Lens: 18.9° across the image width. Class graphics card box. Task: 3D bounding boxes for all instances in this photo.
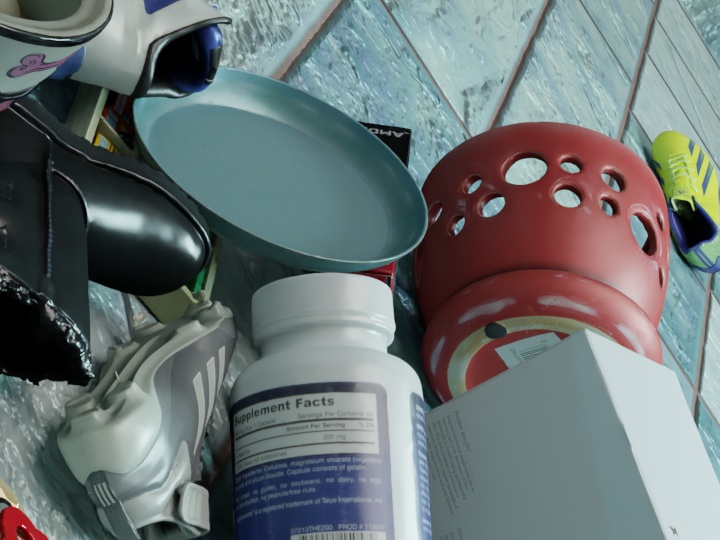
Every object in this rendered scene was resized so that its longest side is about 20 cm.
[{"bbox_3d":[0.000,0.000,1.449,0.200,0.051,0.126,-79,176,-58],"label":"graphics card box"}]

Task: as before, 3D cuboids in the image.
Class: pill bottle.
[{"bbox_3d":[-0.018,0.109,1.209,0.111,0.110,0.201,26,56,-56],"label":"pill bottle"}]

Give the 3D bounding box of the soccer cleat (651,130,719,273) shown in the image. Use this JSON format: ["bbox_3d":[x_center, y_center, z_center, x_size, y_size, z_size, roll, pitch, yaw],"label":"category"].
[{"bbox_3d":[0.378,-0.089,2.496,0.084,0.065,0.201,31,36,-48],"label":"soccer cleat"}]

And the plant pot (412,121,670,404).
[{"bbox_3d":[0.133,0.019,1.630,0.200,0.200,0.183,46,34,-32],"label":"plant pot"}]

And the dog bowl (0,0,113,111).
[{"bbox_3d":[-0.231,-0.161,1.123,0.200,0.074,0.200,31,27,-18],"label":"dog bowl"}]

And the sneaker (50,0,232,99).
[{"bbox_3d":[-0.136,-0.163,1.344,0.115,0.081,0.200,23,38,-10],"label":"sneaker"}]

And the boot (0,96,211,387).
[{"bbox_3d":[-0.158,-0.004,1.153,0.198,0.073,0.163,37,28,-33],"label":"boot"}]

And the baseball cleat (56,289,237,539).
[{"bbox_3d":[-0.108,0.088,1.182,0.107,0.069,0.200,70,23,-13],"label":"baseball cleat"}]

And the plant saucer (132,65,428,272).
[{"bbox_3d":[-0.053,-0.060,1.346,0.199,0.027,0.200,21,30,-12],"label":"plant saucer"}]

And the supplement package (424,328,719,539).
[{"bbox_3d":[0.116,0.160,1.388,0.150,0.199,0.152,24,42,-57],"label":"supplement package"}]

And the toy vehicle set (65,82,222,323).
[{"bbox_3d":[-0.132,-0.064,1.353,0.124,0.026,0.200,51,23,-24],"label":"toy vehicle set"}]

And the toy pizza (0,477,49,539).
[{"bbox_3d":[-0.186,0.141,0.960,0.200,0.032,0.201,48,24,-30],"label":"toy pizza"}]
